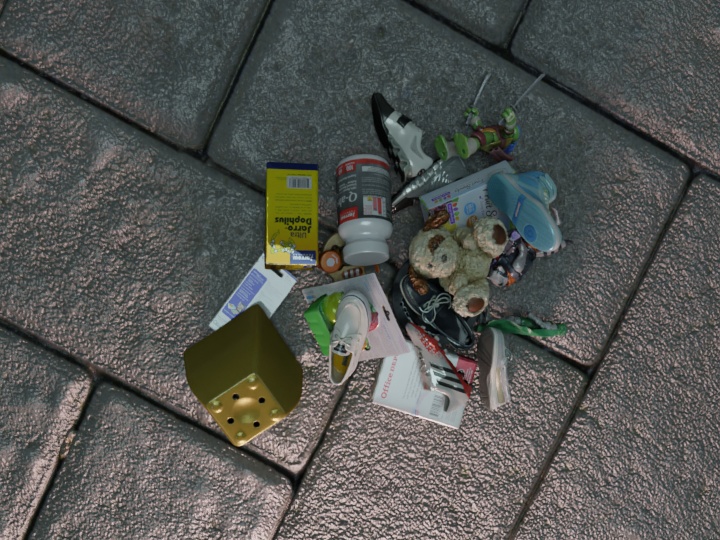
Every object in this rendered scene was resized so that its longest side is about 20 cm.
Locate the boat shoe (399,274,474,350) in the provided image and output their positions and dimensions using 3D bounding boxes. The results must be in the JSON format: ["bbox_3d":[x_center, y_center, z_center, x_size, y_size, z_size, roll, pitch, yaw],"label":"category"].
[{"bbox_3d":[0.160,0.085,1.378,0.074,0.062,0.201,-38,87,-8],"label":"boat shoe"}]

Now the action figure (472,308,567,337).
[{"bbox_3d":[0.352,0.116,1.432,0.195,0.118,0.056,9,82,-11],"label":"action figure"}]

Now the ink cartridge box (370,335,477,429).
[{"bbox_3d":[0.134,0.232,1.430,0.195,0.086,0.151,18,91,-1],"label":"ink cartridge box"}]

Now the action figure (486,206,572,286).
[{"bbox_3d":[0.338,-0.039,1.363,0.193,0.200,0.105,-41,81,-7],"label":"action figure"}]

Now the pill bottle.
[{"bbox_3d":[0.008,-0.121,1.360,0.112,0.116,0.206,-2,74,-2],"label":"pill bottle"}]

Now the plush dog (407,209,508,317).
[{"bbox_3d":[0.179,-0.030,1.339,0.168,0.161,0.205,15,100,-10],"label":"plush dog"}]

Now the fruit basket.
[{"bbox_3d":[-0.010,0.100,1.373,0.196,0.094,0.188,-16,109,31],"label":"fruit basket"}]

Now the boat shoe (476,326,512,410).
[{"bbox_3d":[0.291,0.206,1.422,0.063,0.075,0.207,-14,118,-12],"label":"boat shoe"}]

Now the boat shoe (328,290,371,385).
[{"bbox_3d":[-0.029,0.137,1.304,0.069,0.070,0.204,20,122,10],"label":"boat shoe"}]

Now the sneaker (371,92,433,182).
[{"bbox_3d":[0.087,-0.287,1.393,0.087,0.074,0.204,-22,78,-10],"label":"sneaker"}]

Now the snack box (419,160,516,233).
[{"bbox_3d":[0.231,-0.123,1.387,0.196,0.053,0.144,-23,133,-3],"label":"snack box"}]

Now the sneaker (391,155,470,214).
[{"bbox_3d":[0.155,-0.156,1.412,0.199,0.075,0.116,-38,97,0],"label":"sneaker"}]

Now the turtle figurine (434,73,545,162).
[{"bbox_3d":[0.246,-0.309,1.359,0.191,0.203,0.144,-27,51,-28],"label":"turtle figurine"}]

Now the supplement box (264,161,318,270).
[{"bbox_3d":[-0.142,-0.108,1.366,0.106,0.109,0.206,1,84,-9],"label":"supplement box"}]

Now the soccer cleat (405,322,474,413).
[{"bbox_3d":[0.146,0.196,1.355,0.085,0.069,0.201,-39,95,-9],"label":"soccer cleat"}]

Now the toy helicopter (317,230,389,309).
[{"bbox_3d":[0.000,0.000,1.428,0.132,0.079,0.201,-41,105,-8],"label":"toy helicopter"}]

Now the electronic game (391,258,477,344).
[{"bbox_3d":[0.163,0.056,1.434,0.194,0.042,0.206,0,83,-4],"label":"electronic game"}]

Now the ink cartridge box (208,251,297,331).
[{"bbox_3d":[-0.228,0.067,1.431,0.099,0.039,0.201,39,93,-4],"label":"ink cartridge box"}]

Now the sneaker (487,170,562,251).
[{"bbox_3d":[0.346,-0.125,1.275,0.128,0.081,0.202,-13,52,-27],"label":"sneaker"}]

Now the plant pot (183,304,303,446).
[{"bbox_3d":[-0.229,0.229,1.337,0.193,0.200,0.196,-32,112,0],"label":"plant pot"}]
